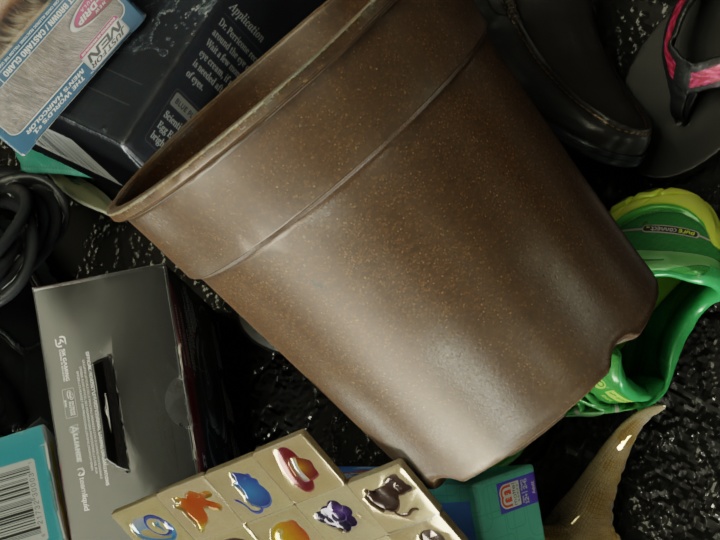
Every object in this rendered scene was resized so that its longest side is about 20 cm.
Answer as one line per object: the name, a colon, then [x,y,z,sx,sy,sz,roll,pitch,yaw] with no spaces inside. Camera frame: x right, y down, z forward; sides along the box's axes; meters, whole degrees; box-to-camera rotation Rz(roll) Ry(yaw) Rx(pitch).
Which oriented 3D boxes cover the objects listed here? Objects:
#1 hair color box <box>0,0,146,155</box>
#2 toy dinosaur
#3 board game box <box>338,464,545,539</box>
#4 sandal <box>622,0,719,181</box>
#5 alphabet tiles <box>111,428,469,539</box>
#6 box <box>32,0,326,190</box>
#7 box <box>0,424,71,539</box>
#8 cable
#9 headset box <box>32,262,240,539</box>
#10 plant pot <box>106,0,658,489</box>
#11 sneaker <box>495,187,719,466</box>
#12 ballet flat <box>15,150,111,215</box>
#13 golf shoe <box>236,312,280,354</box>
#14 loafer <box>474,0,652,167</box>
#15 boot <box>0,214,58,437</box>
hair color box: [-0.214,-0.156,1.222,0.100,0.061,0.200,-49,52,-2]
toy dinosaur: [0.102,0.144,1.206,0.101,0.058,0.201,19,105,18]
board game box: [0.020,0.179,1.202,0.200,0.045,0.153,-7,94,50]
sandal: [0.193,-0.131,1.159,0.200,0.045,0.075,-51,63,20]
alphabet tiles: [-0.025,0.156,1.122,0.200,0.006,0.167,-25,113,36]
box: [-0.118,-0.153,1.279,0.196,0.117,0.200,24,77,35]
box: [-0.162,0.162,1.274,0.049,0.200,0.082,-16,63,2]
cable: [-0.269,-0.015,1.355,0.163,0.199,0.051,-121,19,-64]
headset box: [-0.115,0.085,1.250,0.077,0.200,0.149,-11,81,4]
plant pot: [0.022,-0.019,1.068,0.200,0.200,0.198,-37,100,26]
sneaker: [0.108,0.043,1.176,0.200,0.074,0.084,-46,38,22]
ballet flat: [-0.126,-0.062,1.361,0.200,0.067,0.071,16,120,33]
golf shoe: [0.000,0.000,1.249,0.200,0.094,0.078,-17,79,33]
loafer: [0.090,-0.133,1.199,0.200,0.073,0.072,50,120,30]
boot: [-0.249,0.048,1.361,0.198,0.162,0.073,47,135,25]
